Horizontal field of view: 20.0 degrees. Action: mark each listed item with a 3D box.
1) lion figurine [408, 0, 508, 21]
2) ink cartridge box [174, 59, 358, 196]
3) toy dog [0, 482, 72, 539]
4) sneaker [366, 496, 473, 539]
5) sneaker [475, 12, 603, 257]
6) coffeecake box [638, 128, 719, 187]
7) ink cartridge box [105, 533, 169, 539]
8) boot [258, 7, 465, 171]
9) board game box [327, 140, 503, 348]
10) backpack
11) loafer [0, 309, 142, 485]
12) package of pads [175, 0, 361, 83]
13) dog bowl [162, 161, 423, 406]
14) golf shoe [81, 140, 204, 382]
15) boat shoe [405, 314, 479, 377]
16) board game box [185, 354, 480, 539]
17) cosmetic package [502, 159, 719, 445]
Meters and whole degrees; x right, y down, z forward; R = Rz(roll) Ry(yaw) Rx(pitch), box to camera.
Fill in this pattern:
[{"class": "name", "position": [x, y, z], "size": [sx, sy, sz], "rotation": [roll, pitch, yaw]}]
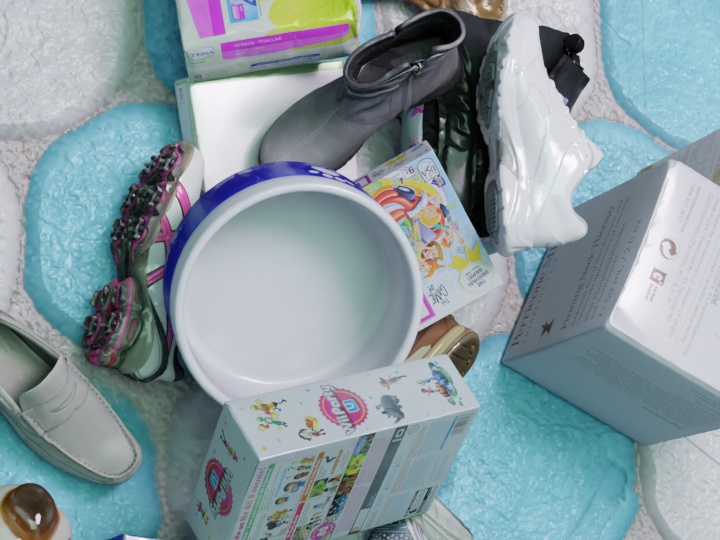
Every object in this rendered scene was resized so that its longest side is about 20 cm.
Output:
[{"class": "lion figurine", "position": [0.036, -0.269, 1.822], "size": [0.199, 0.072, 0.123], "rotation": [1, 80, -12]}, {"class": "ink cartridge box", "position": [-0.072, -0.073, 1.743], "size": [0.145, 0.048, 0.201], "rotation": [-9, 93, -23]}, {"class": "toy dog", "position": [-0.306, 0.243, 1.546], "size": [0.200, 0.140, 0.194], "rotation": [-32, 73, -26]}, {"class": "sneaker", "position": [0.084, 0.276, 1.723], "size": [0.200, 0.078, 0.086], "rotation": [43, 78, 0]}, {"class": "sneaker", "position": [0.150, -0.113, 1.690], "size": [0.099, 0.078, 0.201], "rotation": [-2, 91, -11]}, {"class": "coffeecake box", "position": [0.352, -0.054, 1.823], "size": [0.153, 0.200, 0.073], "rotation": [24, 70, -15]}, {"class": "ink cartridge box", "position": [-0.140, 0.285, 1.620], "size": [0.199, 0.076, 0.137], "rotation": [11, 74, -21]}, {"class": "boot", "position": [-0.006, -0.145, 1.657], "size": [0.200, 0.132, 0.070], "rotation": [-37, 82, -1]}, {"class": "board game box", "position": [0.000, 0.000, 1.692], "size": [0.200, 0.034, 0.135], "rotation": [-30, 110, 1]}, {"class": "backpack", "position": [0.105, -0.113, 1.779], "size": [0.166, 0.127, 0.201], "rotation": [6, 78, -7]}, {"class": "loafer", "position": [-0.253, 0.097, 1.619], "size": [0.200, 0.070, 0.070], "rotation": [40, 67, -10]}, {"class": "package of pads", "position": [-0.083, -0.264, 1.716], "size": [0.154, 0.068, 0.201], "rotation": [-10, 63, -3]}, {"class": "dog bowl", "position": [-0.055, 0.017, 1.621], "size": [0.199, 0.079, 0.201], "rotation": [-4, 108, -13]}, {"class": "golf shoe", "position": [-0.161, -0.006, 1.684], "size": [0.092, 0.073, 0.201], "rotation": [22, 78, -31]}, {"class": "boat shoe", "position": [0.012, 0.108, 1.732], "size": [0.200, 0.072, 0.068], "rotation": [-43, 62, -16]}, {"class": "board game box", "position": [-0.023, 0.150, 1.602], "size": [0.199, 0.148, 0.064], "rotation": [-12, 52, -31]}, {"class": "cosmetic package", "position": [0.259, 0.034, 1.766], "size": [0.166, 0.200, 0.168], "rotation": [30, 69, -14]}]
